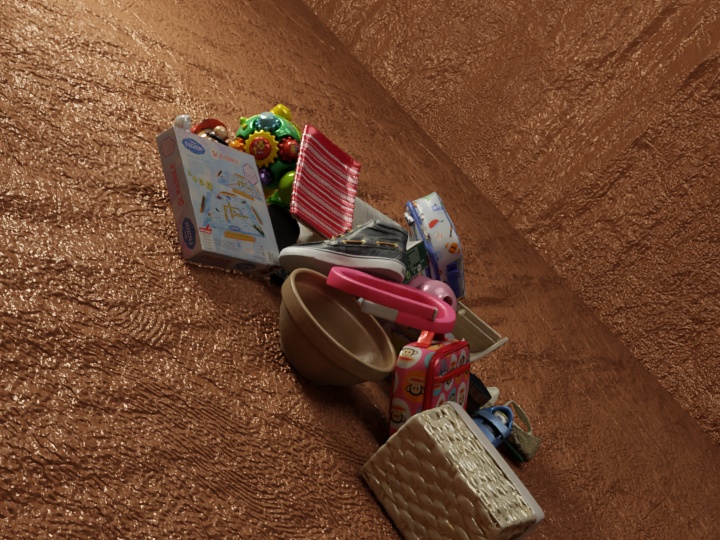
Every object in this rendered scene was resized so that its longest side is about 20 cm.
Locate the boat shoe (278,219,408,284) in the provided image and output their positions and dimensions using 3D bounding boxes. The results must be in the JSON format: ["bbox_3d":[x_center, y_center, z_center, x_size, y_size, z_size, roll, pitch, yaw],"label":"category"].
[{"bbox_3d":[-0.024,-0.032,1.528,0.198,0.071,0.092,7,57,5],"label":"boat shoe"}]

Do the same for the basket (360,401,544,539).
[{"bbox_3d":[0.115,0.288,1.269,0.200,0.136,0.123,51,20,23],"label":"basket"}]

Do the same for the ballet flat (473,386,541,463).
[{"bbox_3d":[0.242,0.255,1.734,0.200,0.075,0.068,41,-11,-8],"label":"ballet flat"}]

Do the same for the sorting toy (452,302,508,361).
[{"bbox_3d":[0.138,0.121,1.795,0.200,0.107,0.180,41,31,18],"label":"sorting toy"}]

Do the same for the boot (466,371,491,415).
[{"bbox_3d":[0.134,0.179,1.655,0.075,0.097,0.200,37,12,-39],"label":"boot"}]

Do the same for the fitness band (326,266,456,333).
[{"bbox_3d":[0.046,0.041,1.430,0.198,0.038,0.144,18,10,-11],"label":"fitness band"}]

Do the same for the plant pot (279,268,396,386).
[{"bbox_3d":[-0.050,0.100,1.408,0.200,0.093,0.201,39,17,-14],"label":"plant pot"}]

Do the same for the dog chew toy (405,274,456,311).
[{"bbox_3d":[0.088,0.062,1.648,0.124,0.125,0.199,36,-24,-23],"label":"dog chew toy"}]

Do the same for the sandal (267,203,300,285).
[{"bbox_3d":[-0.142,-0.040,1.632,0.075,0.045,0.201,30,34,-24],"label":"sandal"}]

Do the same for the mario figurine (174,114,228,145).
[{"bbox_3d":[-0.247,-0.193,1.621,0.201,0.105,0.124,-101,178,-51],"label":"mario figurine"}]

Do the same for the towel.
[{"bbox_3d":[-0.057,-0.140,1.673,0.144,0.022,0.201,36,45,-35],"label":"towel"}]

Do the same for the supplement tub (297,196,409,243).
[{"bbox_3d":[-0.017,-0.066,1.810,0.199,0.132,0.132,29,22,-37],"label":"supplement tub"}]

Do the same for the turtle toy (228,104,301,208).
[{"bbox_3d":[-0.148,-0.191,1.703,0.200,0.146,0.101,49,9,6],"label":"turtle toy"}]

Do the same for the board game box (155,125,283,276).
[{"bbox_3d":[-0.211,-0.100,1.484,0.200,0.041,0.201,15,55,-59],"label":"board game box"}]

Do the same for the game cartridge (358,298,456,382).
[{"bbox_3d":[0.069,0.114,1.574,0.200,0.133,0.041,40,24,-10],"label":"game cartridge"}]

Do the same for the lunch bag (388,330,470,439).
[{"bbox_3d":[0.105,0.169,1.456,0.081,0.178,0.200,7,6,21],"label":"lunch bag"}]

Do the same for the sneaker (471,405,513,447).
[{"bbox_3d":[0.199,0.266,1.602,0.074,0.082,0.200,48,18,9],"label":"sneaker"}]

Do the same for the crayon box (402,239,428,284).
[{"bbox_3d":[0.000,0.000,1.642,0.127,0.198,0.051,-32,112,-60],"label":"crayon box"}]

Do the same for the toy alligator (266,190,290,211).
[{"bbox_3d":[-0.139,-0.130,1.829,0.199,0.060,0.054,11,-3,-33],"label":"toy alligator"}]

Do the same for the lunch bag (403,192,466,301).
[{"bbox_3d":[0.136,-0.032,1.744,0.201,0.075,0.161,73,-2,-56],"label":"lunch bag"}]
